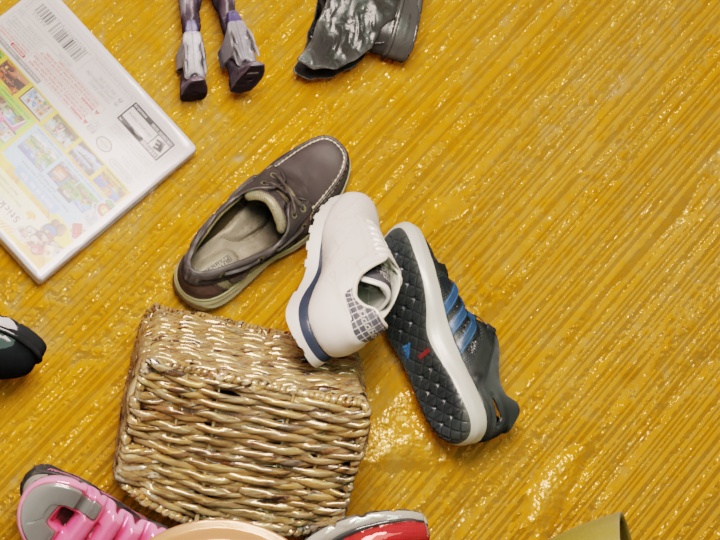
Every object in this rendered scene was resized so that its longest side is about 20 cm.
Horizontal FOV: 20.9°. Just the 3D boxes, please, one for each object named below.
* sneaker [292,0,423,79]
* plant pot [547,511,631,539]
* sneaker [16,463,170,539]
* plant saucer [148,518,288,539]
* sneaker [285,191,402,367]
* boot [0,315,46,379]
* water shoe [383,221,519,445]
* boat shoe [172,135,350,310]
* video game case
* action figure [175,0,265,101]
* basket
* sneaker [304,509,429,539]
[{"bbox_3d":[0.004,-0.260,1.746,0.104,0.060,0.201,13,75,-13],"label":"sneaker"},{"bbox_3d":[0.157,0.305,1.563,0.141,0.200,0.201,-11,75,11],"label":"plant pot"},{"bbox_3d":[-0.194,0.217,1.559,0.200,0.095,0.079,41,85,-24],"label":"sneaker"},{"bbox_3d":[-0.110,0.290,1.488,0.199,0.032,0.202,0,80,-1],"label":"plant saucer"},{"bbox_3d":[0.000,0.000,1.621,0.076,0.080,0.201,51,30,-29],"label":"sneaker"},{"bbox_3d":[-0.367,0.103,1.552,0.199,0.076,0.169,15,68,0],"label":"boot"},{"bbox_3d":[0.072,0.054,1.677,0.079,0.071,0.201,-5,72,-42],"label":"water shoe"},{"bbox_3d":[-0.077,-0.045,1.663,0.073,0.065,0.200,41,69,4],"label":"boat shoe"},{"bbox_3d":[-0.272,-0.119,1.668,0.182,0.023,0.200,-42,87,-19],"label":"video game case"},{"bbox_3d":[-0.136,-0.252,1.712,0.129,0.069,0.201,-9,73,-9],"label":"action figure"},{"bbox_3d":[-0.099,0.130,1.610,0.199,0.149,0.144,12,105,-8],"label":"basket"},{"bbox_3d":[-0.027,0.260,1.553,0.199,0.077,0.085,-27,62,-7],"label":"sneaker"}]
